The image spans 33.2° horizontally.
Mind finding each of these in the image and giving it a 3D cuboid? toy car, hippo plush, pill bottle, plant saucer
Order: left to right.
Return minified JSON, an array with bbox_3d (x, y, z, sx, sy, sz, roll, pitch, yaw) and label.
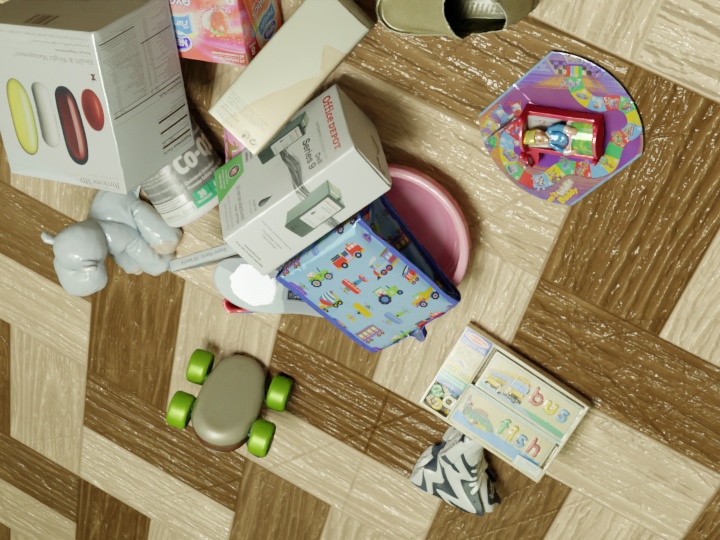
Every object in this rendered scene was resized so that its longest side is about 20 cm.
[{"bbox_3d":[-0.364,-0.038,1.764,0.158,0.161,0.201,26,135,11],"label":"hippo plush"},{"bbox_3d":[-0.268,-0.169,1.631,0.112,0.113,0.201,-16,116,40],"label":"pill bottle"},{"bbox_3d":[-0.207,0.243,1.917,0.163,0.159,0.201,18,145,5],"label":"toy car"},{"bbox_3d":[0.050,-0.047,1.554,0.198,0.051,0.202,11,120,18],"label":"plant saucer"}]

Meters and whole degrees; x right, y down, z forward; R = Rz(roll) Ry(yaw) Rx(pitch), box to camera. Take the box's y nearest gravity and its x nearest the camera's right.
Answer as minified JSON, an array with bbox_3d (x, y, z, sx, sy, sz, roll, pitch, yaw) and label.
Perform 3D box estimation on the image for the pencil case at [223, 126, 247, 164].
[{"bbox_3d":[-0.138,-0.141,1.588,0.083,0.086,0.201,48,148,39],"label":"pencil case"}]

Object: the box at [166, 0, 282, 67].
[{"bbox_3d":[-0.205,-0.324,1.477,0.198,0.095,0.103,13,131,23],"label":"box"}]

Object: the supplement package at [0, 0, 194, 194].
[{"bbox_3d":[-0.331,-0.224,1.457,0.190,0.147,0.202,10,124,27],"label":"supplement package"}]

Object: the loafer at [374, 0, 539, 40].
[{"bbox_3d":[0.096,-0.295,1.329,0.198,0.068,0.077,-1,124,33],"label":"loafer"}]

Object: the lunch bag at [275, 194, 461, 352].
[{"bbox_3d":[0.020,0.018,1.528,0.150,0.094,0.200,-34,109,30],"label":"lunch bag"}]

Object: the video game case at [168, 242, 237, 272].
[{"bbox_3d":[-0.147,-0.033,1.645,0.199,0.142,0.018,-15,88,42],"label":"video game case"}]

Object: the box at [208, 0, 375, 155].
[{"bbox_3d":[-0.079,-0.238,1.408,0.078,0.095,0.200,43,106,-6],"label":"box"}]

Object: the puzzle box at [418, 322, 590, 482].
[{"bbox_3d":[0.195,0.179,1.639,0.199,0.025,0.134,32,105,5],"label":"puzzle box"}]

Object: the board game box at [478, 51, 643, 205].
[{"bbox_3d":[0.224,-0.149,1.386,0.158,0.039,0.200,45,136,-7],"label":"board game box"}]

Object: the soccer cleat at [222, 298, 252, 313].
[{"bbox_3d":[-0.118,0.017,1.705,0.199,0.073,0.069,-26,89,45],"label":"soccer cleat"}]

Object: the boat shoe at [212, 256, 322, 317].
[{"bbox_3d":[-0.100,0.023,1.632,0.198,0.065,0.074,15,103,-2],"label":"boat shoe"}]

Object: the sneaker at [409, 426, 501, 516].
[{"bbox_3d":[0.169,0.290,1.756,0.129,0.080,0.199,35,131,-5],"label":"sneaker"}]

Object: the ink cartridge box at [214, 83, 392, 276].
[{"bbox_3d":[-0.073,-0.112,1.470,0.199,0.147,0.084,-34,129,15],"label":"ink cartridge box"}]
